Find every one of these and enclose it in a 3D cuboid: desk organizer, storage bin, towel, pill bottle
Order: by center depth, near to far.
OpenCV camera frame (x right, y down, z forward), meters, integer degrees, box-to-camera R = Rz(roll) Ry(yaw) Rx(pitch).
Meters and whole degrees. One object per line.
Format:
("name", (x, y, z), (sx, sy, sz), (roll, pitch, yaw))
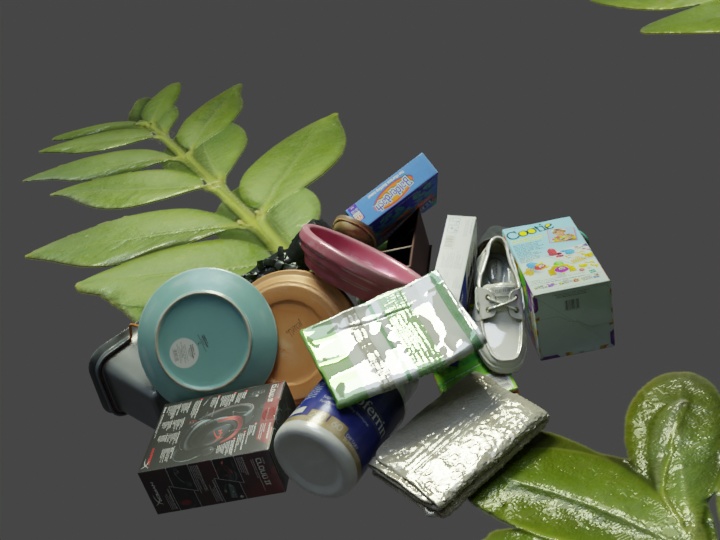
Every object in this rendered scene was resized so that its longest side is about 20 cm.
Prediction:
("towel", (0.118, 0.207, 1.352), (0.200, 0.035, 0.132), (-35, 41, -24))
("towel", (0.037, 0.081, 1.390), (0.199, 0.031, 0.149), (-22, 41, -10))
("pill bottle", (-0.012, 0.180, 1.411), (0.115, 0.116, 0.200), (2, 33, 34))
("storage bin", (-0.272, 0.137, 1.641), (0.134, 0.146, 0.200), (25, 48, 40))
("desk organizer", (0.065, -0.016, 1.771), (0.071, 0.077, 0.200), (-11, 28, 13))

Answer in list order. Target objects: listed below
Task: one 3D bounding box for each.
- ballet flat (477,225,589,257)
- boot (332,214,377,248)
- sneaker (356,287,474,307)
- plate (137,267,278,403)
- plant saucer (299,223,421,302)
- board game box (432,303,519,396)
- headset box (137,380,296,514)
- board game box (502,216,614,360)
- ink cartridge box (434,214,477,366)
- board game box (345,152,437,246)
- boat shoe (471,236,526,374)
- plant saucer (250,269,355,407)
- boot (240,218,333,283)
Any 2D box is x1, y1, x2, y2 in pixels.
("ballet flat", (0.251, -0.030, 1.695), (0.073, 0.073, 0.200), (-37, 26, -32))
("boot", (-0.023, -0.018, 1.737), (0.073, 0.200, 0.076), (25, 65, 6))
("sneaker", (0.086, 0.070, 1.625), (0.199, 0.075, 0.116), (-7, 43, 18))
("plate", (-0.212, 0.096, 1.529), (0.200, 0.201, 0.026), (-14, -2, 7))
("plant saucer", (0.000, 0.000, 1.565), (0.051, 0.200, 0.201), (-63, 30, 9))
("board game box", (0.140, 0.119, 1.511), (0.095, 0.030, 0.200), (-18, 36, 0))
("headset box", (-0.170, 0.227, 1.463), (0.199, 0.075, 0.149), (-13, 28, 12))
("board game box", (0.268, 0.021, 1.542), (0.105, 0.103, 0.200), (-11, 28, 0))
("ink cartridge box", (0.125, 0.024, 1.526), (0.044, 0.094, 0.200), (5, 43, 12))
("board game box", (0.053, -0.103, 1.817), (0.152, 0.045, 0.200), (-37, -10, -3))
("boat shoe", (0.182, 0.041, 1.488), (0.071, 0.069, 0.200), (-2, 52, -3))
("plant saucer", (-0.095, 0.099, 1.538), (0.200, 0.201, 0.032), (-11, -5, 13))
("boot", (-0.108, -0.009, 1.852), (0.162, 0.073, 0.198), (-41, -9, 7))
